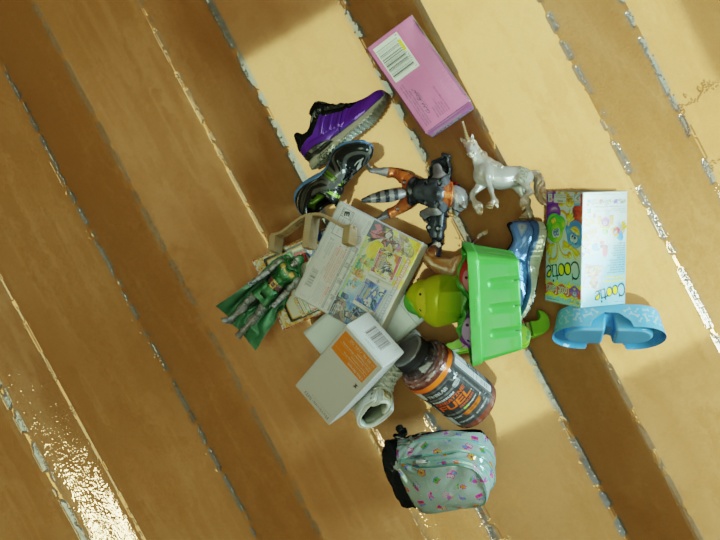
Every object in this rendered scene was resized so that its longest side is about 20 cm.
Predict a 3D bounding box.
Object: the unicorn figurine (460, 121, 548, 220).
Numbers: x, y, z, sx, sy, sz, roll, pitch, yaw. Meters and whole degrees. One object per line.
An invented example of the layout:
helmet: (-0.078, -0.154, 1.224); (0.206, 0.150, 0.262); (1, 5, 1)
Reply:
unicorn figurine: (0.248, -0.168, 1.613); (0.200, 0.074, 0.138); (14, 64, -25)

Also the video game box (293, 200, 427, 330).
video game box: (0.000, 0.000, 1.632); (0.182, 0.047, 0.200); (29, 97, 20)

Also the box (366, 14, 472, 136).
box: (0.110, -0.335, 1.564); (0.097, 0.200, 0.176); (-35, 91, 12)

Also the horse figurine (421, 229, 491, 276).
horse figurine: (0.207, 0.021, 1.642); (0.132, 0.050, 0.200); (-29, 99, -15)

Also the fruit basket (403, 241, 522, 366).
fruit basket: (0.174, 0.054, 1.549); (0.215, 0.156, 0.216); (0, 101, 2)

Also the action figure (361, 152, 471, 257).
action figure: (0.108, -0.116, 1.643); (0.193, 0.105, 0.200); (-1, 96, 18)

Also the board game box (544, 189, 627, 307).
board game box: (0.401, -0.042, 1.582); (0.105, 0.103, 0.200); (-3, 97, -26)

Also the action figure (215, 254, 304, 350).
action figure: (-0.177, 0.042, 1.686); (0.118, 0.055, 0.200); (45, 101, 6)

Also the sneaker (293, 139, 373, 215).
sneaker: (-0.044, -0.165, 1.652); (0.200, 0.071, 0.083); (-42, 47, 26)

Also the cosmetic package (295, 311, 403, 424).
cosmetic package: (-0.022, 0.178, 1.601); (0.101, 0.071, 0.200); (47, 130, 12)

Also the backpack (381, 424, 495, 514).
backpack: (0.154, 0.372, 1.649); (0.200, 0.127, 0.167); (-12, 124, 21)

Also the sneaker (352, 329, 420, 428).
sneaker: (0.056, 0.210, 1.672); (0.074, 0.116, 0.200); (31, 106, -22)

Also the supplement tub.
supplement tub: (0.150, 0.199, 1.631); (0.200, 0.107, 0.107); (39, 102, -25)

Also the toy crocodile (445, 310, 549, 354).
toy crocodile: (0.256, 0.123, 1.663); (0.200, 0.068, 0.062); (-13, 76, 8)

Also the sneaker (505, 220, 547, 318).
sneaker: (0.278, 0.004, 1.614); (0.089, 0.079, 0.200); (10, 91, 4)

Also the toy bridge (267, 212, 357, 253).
toy bridge: (-0.091, -0.071, 1.638); (0.200, 0.027, 0.067); (-4, 74, 36)

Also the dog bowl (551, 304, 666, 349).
dog bowl: (0.448, 0.100, 1.609); (0.200, 0.112, 0.050); (0, 64, 9)

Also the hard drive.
hard drive: (0.007, 0.103, 1.668); (0.200, 0.027, 0.132); (-41, 82, 13)

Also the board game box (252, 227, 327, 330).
board game box: (-0.087, 0.008, 1.714); (0.200, 0.046, 0.152); (-23, 93, 11)

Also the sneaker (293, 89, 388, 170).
sneaker: (-0.044, -0.287, 1.662); (0.200, 0.070, 0.100); (-39, 84, 10)
